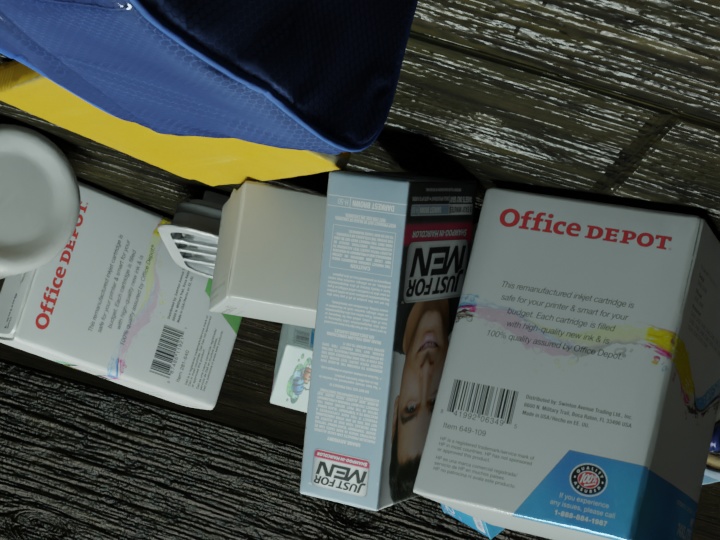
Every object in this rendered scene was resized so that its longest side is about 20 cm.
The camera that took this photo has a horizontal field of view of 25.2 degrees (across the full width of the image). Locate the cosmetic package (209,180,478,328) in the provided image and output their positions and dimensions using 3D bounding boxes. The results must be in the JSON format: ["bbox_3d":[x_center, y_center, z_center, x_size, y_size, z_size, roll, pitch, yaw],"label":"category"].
[{"bbox_3d":[0.000,0.000,1.135,0.198,0.086,0.108,9,172,-10],"label":"cosmetic package"}]

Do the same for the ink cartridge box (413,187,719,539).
[{"bbox_3d":[0.145,0.070,1.034,0.145,0.202,0.146,10,168,27],"label":"ink cartridge box"}]

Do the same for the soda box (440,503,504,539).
[{"bbox_3d":[0.084,0.106,1.276,0.064,0.068,0.202,22,136,52],"label":"soda box"}]

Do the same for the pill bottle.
[{"bbox_3d":[-0.306,-0.048,1.300,0.114,0.115,0.200,21,167,-23],"label":"pill bottle"}]

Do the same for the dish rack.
[{"bbox_3d":[-0.058,-0.012,1.313,0.198,0.044,0.172,15,167,4],"label":"dish rack"}]

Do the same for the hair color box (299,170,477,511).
[{"bbox_3d":[0.019,0.040,1.016,0.060,0.202,0.099,9,-173,29],"label":"hair color box"}]

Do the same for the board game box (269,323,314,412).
[{"bbox_3d":[0.028,0.082,1.398,0.198,0.065,0.148,14,-156,-4],"label":"board game box"}]

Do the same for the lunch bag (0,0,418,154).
[{"bbox_3d":[-0.078,-0.130,0.564,0.131,0.137,0.200,7,165,33],"label":"lunch bag"}]

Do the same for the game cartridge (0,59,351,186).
[{"bbox_3d":[-0.124,-0.102,1.030,0.175,0.033,0.199,23,169,-29],"label":"game cartridge"}]

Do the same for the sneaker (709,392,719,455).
[{"bbox_3d":[0.231,0.067,1.117,0.198,0.116,0.080,7,165,37],"label":"sneaker"}]

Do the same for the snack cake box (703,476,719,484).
[{"bbox_3d":[0.269,0.139,1.327,0.198,0.068,0.115,-8,175,-21],"label":"snack cake box"}]

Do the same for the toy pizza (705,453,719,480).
[{"bbox_3d":[0.323,0.105,1.177,0.198,0.032,0.200,-9,-164,3],"label":"toy pizza"}]

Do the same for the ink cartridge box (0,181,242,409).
[{"bbox_3d":[-0.207,0.022,1.414,0.199,0.146,0.084,22,168,-29],"label":"ink cartridge box"}]
